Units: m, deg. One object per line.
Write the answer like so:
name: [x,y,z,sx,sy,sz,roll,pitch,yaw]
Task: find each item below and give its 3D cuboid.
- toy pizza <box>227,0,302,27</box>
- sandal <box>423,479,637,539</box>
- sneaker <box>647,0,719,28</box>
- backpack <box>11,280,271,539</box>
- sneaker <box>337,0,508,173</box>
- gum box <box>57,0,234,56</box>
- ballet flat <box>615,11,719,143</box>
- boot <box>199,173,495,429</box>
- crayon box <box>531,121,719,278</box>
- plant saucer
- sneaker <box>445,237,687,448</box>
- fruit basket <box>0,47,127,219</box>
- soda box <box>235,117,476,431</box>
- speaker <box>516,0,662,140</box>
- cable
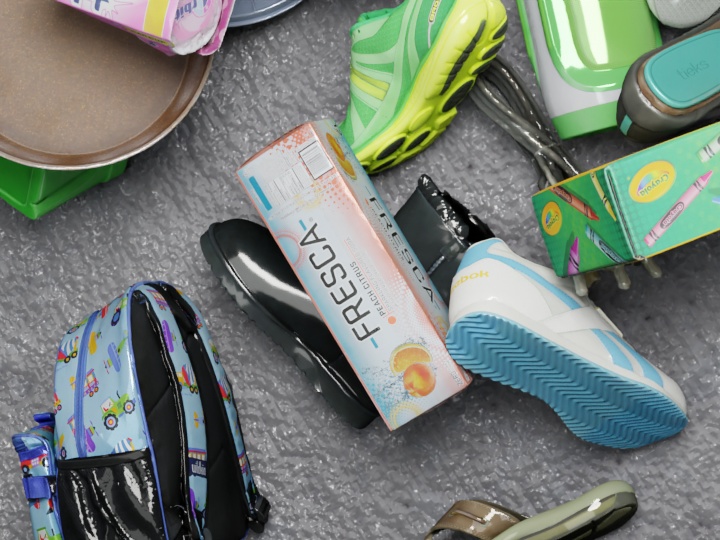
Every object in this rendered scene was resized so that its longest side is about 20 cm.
toy pizza: [-0.098,-0.273,1.010,0.198,0.032,0.203,0,88,1]
sandal: [0.096,0.182,0.990,0.199,0.080,0.058,-25,70,12]
sneaker: [0.212,-0.255,0.903,0.070,0.080,0.203,4,93,-10]
backpack: [-0.162,0.114,1.005,0.133,0.182,0.202,-13,88,12]
sneaker: [0.026,-0.134,0.960,0.084,0.074,0.200,58,134,18]
gum box: [-0.125,-0.243,0.880,0.113,0.066,0.202,23,103,23]
ballet flat: [0.237,-0.132,0.892,0.199,0.069,0.068,-22,71,-23]
boot: [0.003,-0.002,0.997,0.162,0.073,0.198,-43,89,19]
crayon box: [0.217,-0.058,0.852,0.198,0.119,0.059,-20,89,-14]
plant saucer: [-0.198,-0.160,0.957,0.198,0.035,0.203,2,76,-7]
sneaker: [0.143,0.050,0.929,0.199,0.081,0.076,33,133,-26]
fruit basket: [-0.240,-0.172,1.042,0.216,0.215,0.156,44,145,10]
soda box: [0.000,0.000,0.930,0.063,0.068,0.201,-31,90,16]
speaker: [0.146,-0.192,0.927,0.088,0.088,0.202,-12,91,18]
cable: [0.140,-0.072,0.948,0.050,0.096,0.202,-44,61,50]
